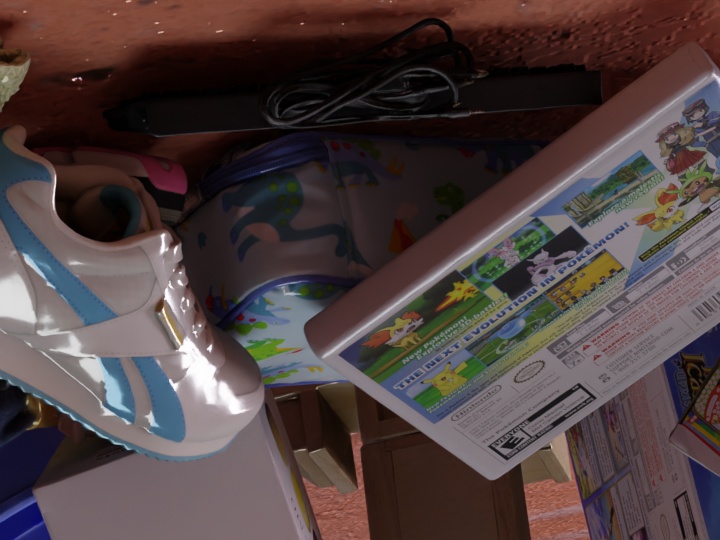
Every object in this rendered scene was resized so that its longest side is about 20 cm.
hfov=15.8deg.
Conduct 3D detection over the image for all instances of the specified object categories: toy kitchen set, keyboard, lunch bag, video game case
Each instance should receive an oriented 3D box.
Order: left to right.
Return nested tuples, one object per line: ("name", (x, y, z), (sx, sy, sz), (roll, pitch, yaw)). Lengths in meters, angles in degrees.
("lunch bag", (0.000, 0.000, 1.171), (0.199, 0.083, 0.161), (-2, 159, -31))
("keyboard", (0.004, -0.078, 1.024), (0.199, 0.040, 0.104), (-6, -173, -22))
("toy kitchen set", (0.026, 0.141, 1.451), (0.162, 0.182, 0.200), (-13, 152, 12))
("video game case", (0.096, 0.003, 1.112), (0.199, 0.022, 0.182), (-36, 147, 11))
("video game case", (0.162, 0.099, 1.407), (0.045, 0.201, 0.181), (-9, 165, -15))

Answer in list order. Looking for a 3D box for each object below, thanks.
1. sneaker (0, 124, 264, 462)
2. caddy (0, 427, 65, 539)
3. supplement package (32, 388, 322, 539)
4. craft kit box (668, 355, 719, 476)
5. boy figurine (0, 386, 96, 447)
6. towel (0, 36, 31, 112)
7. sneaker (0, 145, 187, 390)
("sneaker", (-0.095, 0.013, 1.016), (0.081, 0.077, 0.200), (-47, 141, 10))
("caddy", (-0.223, 0.144, 1.380), (0.199, 0.105, 0.142), (-32, 166, -12))
("supplement package", (-0.081, 0.123, 1.246), (0.109, 0.115, 0.200), (-20, -175, 0))
("craft kit box", (0.251, 0.020, 1.270), (0.198, 0.048, 0.200), (-58, 151, 9))
("boy figurine", (-0.159, 0.050, 1.223), (0.124, 0.065, 0.199), (18, -156, 33))
("towel", (-0.226, -0.043, 0.958), (0.148, 0.037, 0.200), (2, 159, -37))
("sneaker", (-0.153, 0.009, 1.091), (0.199, 0.088, 0.074), (-19, 162, 24))
